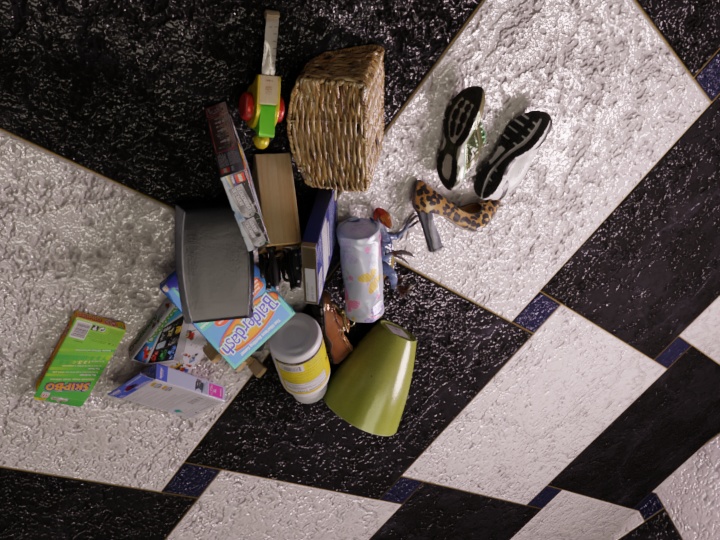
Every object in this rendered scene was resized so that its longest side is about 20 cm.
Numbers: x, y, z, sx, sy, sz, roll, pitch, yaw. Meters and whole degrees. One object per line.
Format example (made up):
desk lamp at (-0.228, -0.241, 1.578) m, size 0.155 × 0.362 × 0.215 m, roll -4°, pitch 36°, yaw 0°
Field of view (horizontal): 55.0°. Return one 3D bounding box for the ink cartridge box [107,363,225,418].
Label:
ink cartridge box at (-0.377, 0.235, 1.356) m, size 0.118 × 0.043 × 0.198 m, roll -29°, pitch 142°, yaw 32°

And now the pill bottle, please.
pill bottle at (-0.120, 0.188, 1.422) m, size 0.109 × 0.112 × 0.202 m, roll -20°, pitch 141°, yaw -10°

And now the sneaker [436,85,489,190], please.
sneaker at (0.201, -0.248, 1.277) m, size 0.087 × 0.077 × 0.203 m, roll -18°, pitch 139°, yaw -31°

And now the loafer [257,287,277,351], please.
loafer at (-0.203, 0.079, 1.328) m, size 0.061 × 0.073 × 0.203 m, roll 1°, pitch 129°, yaw -22°

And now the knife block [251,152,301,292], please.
knife block at (-0.136, -0.070, 1.163) m, size 0.062 × 0.177 × 0.204 m, roll -6°, pitch 129°, yaw -22°

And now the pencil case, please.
pencil case at (0.000, 0.000, 1.329) m, size 0.082 × 0.090 × 0.204 m, roll -20°, pitch 123°, yaw -23°

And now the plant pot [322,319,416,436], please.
plant pot at (0.038, 0.219, 1.508) m, size 0.184 × 0.187 × 0.204 m, roll 17°, pitch 103°, yaw -36°

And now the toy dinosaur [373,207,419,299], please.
toy dinosaur at (0.044, -0.031, 1.356) m, size 0.197 × 0.106 × 0.183 m, roll -28°, pitch 116°, yaw 11°

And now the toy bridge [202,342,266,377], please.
toy bridge at (-0.253, 0.167, 1.367) m, size 0.027 × 0.067 × 0.200 m, roll -46°, pitch 154°, yaw 1°

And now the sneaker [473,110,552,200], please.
sneaker at (0.303, -0.222, 1.351) m, size 0.079 × 0.074 × 0.201 m, roll 8°, pitch 128°, yaw -49°

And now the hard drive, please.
hard drive at (-0.245, -0.011, 1.170) m, size 0.131 × 0.042 × 0.206 m, roll -4°, pitch 101°, yaw -14°

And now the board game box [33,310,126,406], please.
board game box at (-0.515, 0.166, 1.266) m, size 0.094 × 0.030 × 0.202 m, roll 20°, pitch 112°, yaw -37°

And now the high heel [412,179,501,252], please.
high heel at (0.193, -0.142, 1.364) m, size 0.197 × 0.071 × 0.145 m, roll -29°, pitch 114°, yaw -21°

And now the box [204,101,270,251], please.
box at (-0.189, -0.147, 1.056) m, size 0.039 × 0.202 × 0.139 m, roll -18°, pitch 134°, yaw -4°

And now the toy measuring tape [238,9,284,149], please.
toy measuring tape at (-0.151, -0.292, 1.069) m, size 0.072 × 0.073 × 0.205 m, roll -2°, pitch 105°, yaw -25°

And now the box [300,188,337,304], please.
box at (-0.070, -0.055, 1.219) m, size 0.032 × 0.202 × 0.123 m, roll 6°, pitch 130°, yaw 7°

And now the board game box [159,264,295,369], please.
board game box at (-0.234, 0.051, 1.232) m, size 0.152 × 0.045 × 0.201 m, roll -42°, pitch 110°, yaw -5°

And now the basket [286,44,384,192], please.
basket at (-0.039, -0.254, 1.143) m, size 0.139 × 0.151 × 0.203 m, roll 6°, pitch 131°, yaw 10°

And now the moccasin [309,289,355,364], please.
moccasin at (-0.053, 0.112, 1.428) m, size 0.077 × 0.074 × 0.204 m, roll -30°, pitch 132°, yaw -14°

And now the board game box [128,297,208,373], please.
board game box at (-0.330, 0.107, 1.307) m, size 0.125 × 0.035 × 0.201 m, roll 29°, pitch 110°, yaw -40°
